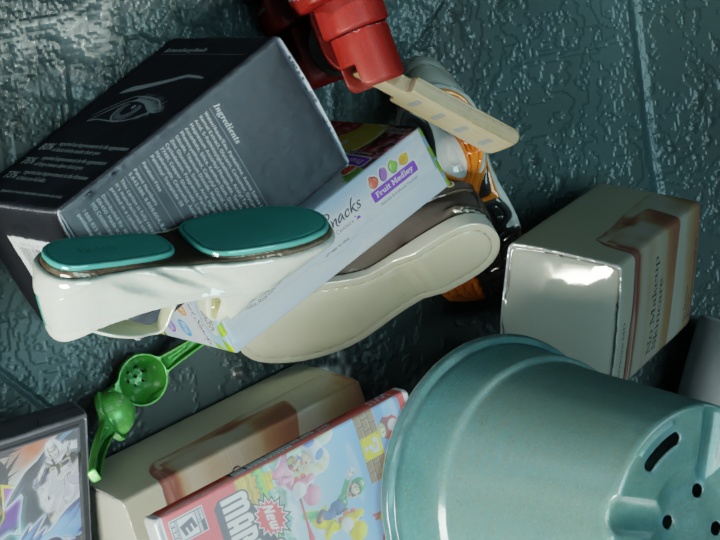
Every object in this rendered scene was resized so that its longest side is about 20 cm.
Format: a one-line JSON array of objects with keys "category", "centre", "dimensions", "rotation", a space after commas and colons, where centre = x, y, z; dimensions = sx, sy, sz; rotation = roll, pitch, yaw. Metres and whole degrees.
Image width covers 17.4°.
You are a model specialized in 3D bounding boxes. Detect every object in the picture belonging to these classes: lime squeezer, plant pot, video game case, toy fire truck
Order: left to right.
[{"category": "video game case", "centre": [-0.265, 0.194, 1.531], "dimensions": [0.199, 0.025, 0.182], "rotation": [-16, 121, -30]}, {"category": "lime squeezer", "centre": [-0.147, 0.087, 1.593], "dimensions": [0.200, 0.070, 0.038], "rotation": [-49, 131, -45]}, {"category": "video game case", "centre": [-0.033, 0.180, 1.513], "dimensions": [0.199, 0.017, 0.144], "rotation": [-26, 108, -29]}, {"category": "toy fire truck", "centre": [0.007, -0.156, 1.590], "dimensions": [0.128, 0.176, 0.202], "rotation": [-21, 92, -9]}, {"category": "plant pot", "centre": [0.149, 0.150, 1.506], "dimensions": [0.199, 0.195, 0.202], "rotation": [-4, 97, -36]}]

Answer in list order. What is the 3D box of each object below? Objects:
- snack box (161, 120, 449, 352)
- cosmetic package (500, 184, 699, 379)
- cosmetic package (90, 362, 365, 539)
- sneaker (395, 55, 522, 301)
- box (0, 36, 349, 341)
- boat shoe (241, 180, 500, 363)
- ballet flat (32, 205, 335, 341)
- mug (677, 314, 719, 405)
[{"category": "snack box", "centre": [-0.056, -0.028, 1.608], "dimensions": [0.200, 0.142, 0.053], "rotation": [-38, 113, -23]}, {"category": "cosmetic package", "centre": [0.177, 0.012, 1.722], "dimensions": [0.200, 0.087, 0.104], "rotation": [-33, 130, -61]}, {"category": "cosmetic package", "centre": [-0.088, 0.153, 1.635], "dimensions": [0.199, 0.087, 0.104], "rotation": [-27, 110, -27]}, {"category": "sneaker", "centre": [0.070, -0.071, 1.728], "dimensions": [0.075, 0.092, 0.201], "rotation": [-13, 127, 1]}, {"category": "box", "centre": [-0.133, -0.058, 1.553], "dimensions": [0.200, 0.148, 0.105], "rotation": [-40, 113, -23]}, {"category": "boat shoe", "centre": [0.000, 0.000, 1.667], "dimensions": [0.199, 0.060, 0.072], "rotation": [-27, 137, 7]}, {"category": "ballet flat", "centre": [-0.110, 0.005, 1.457], "dimensions": [0.199, 0.069, 0.070], "rotation": [-10, 99, -28]}, {"category": "mug", "centre": [0.321, 0.142, 1.866], "dimensions": [0.186, 0.149, 0.154], "rotation": [25, 89, -25]}]
